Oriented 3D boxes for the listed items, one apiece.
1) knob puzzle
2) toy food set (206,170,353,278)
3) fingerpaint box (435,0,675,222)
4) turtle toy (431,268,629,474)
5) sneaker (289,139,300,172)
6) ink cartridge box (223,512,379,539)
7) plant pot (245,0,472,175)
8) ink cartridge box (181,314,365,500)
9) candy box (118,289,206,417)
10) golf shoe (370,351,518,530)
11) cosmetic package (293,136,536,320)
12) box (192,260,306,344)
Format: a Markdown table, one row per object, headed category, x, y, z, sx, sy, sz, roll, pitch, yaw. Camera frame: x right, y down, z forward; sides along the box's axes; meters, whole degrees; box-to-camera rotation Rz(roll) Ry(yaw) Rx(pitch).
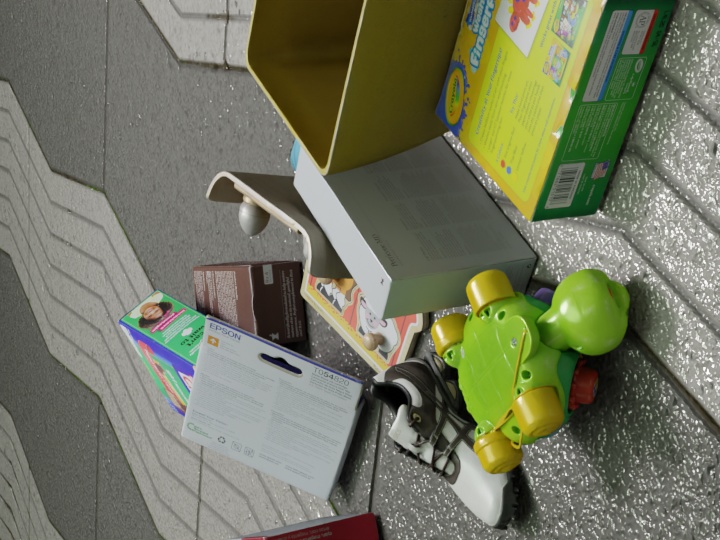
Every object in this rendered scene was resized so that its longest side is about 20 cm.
| category | x | y | z | sx | sy | sz | roll | pitch | yaw |
| --- | --- | --- | --- | --- | --- | --- | --- | --- | --- |
| knob puzzle | 0.000 | 0.000 | 1.411 | 0.219 | 0.030 | 0.222 | 26 | 124 | 46 |
| toy food set | -0.045 | -0.040 | 1.323 | 0.200 | 0.142 | 0.061 | 37 | 116 | 46 |
| fingerpaint box | 0.150 | -0.170 | 1.080 | 0.167 | 0.073 | 0.202 | 54 | 140 | 43 |
| turtle toy | 0.147 | 0.070 | 1.110 | 0.200 | 0.100 | 0.147 | -54 | 49 | 52 |
| sneaker | -0.011 | -0.159 | 1.415 | 0.096 | 0.079 | 0.201 | 47 | 144 | 30 |
| ink cartridge box | -0.055 | 0.391 | 1.527 | 0.145 | 0.143 | 0.203 | -25 | 75 | 61 |
| plant pot | 0.025 | -0.225 | 1.198 | 0.201 | 0.174 | 0.202 | 56 | 141 | 43 |
| ink cartridge box | -0.098 | 0.149 | 1.537 | 0.041 | 0.198 | 0.201 | -59 | -10 | -51 |
| candy box | -0.197 | 0.131 | 1.706 | 0.199 | 0.077 | 0.170 | 21 | 146 | 47 |
| golf shoe | 0.075 | 0.169 | 1.282 | 0.201 | 0.093 | 0.078 | 57 | 142 | 38 |
| cosmetic package | 0.046 | -0.047 | 1.227 | 0.201 | 0.149 | 0.052 | 57 | 143 | 41 |
| box | -0.143 | 0.039 | 1.699 | 0.199 | 0.074 | 0.102 | 2 | 98 | 64 |
